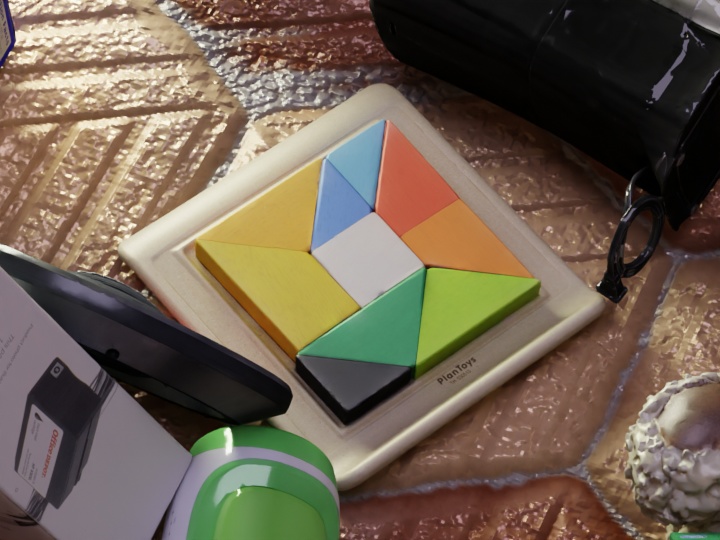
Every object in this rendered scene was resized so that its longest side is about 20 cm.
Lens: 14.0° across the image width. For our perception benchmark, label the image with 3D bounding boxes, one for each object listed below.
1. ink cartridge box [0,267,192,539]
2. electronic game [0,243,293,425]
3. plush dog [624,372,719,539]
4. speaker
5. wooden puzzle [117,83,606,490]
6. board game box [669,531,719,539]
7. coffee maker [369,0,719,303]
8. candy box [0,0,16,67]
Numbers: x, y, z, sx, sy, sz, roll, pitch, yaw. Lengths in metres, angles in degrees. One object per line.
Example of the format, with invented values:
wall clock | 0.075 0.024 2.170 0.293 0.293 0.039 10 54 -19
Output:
ink cartridge box | -0.194 0.058 1.364 0.145 0.200 0.084 13 66 36
electronic game | -0.125 0.025 1.426 0.200 0.200 0.042 22 83 14
plush dog | 0.200 0.159 1.381 0.200 0.160 0.172 15 74 -5
speaker | -0.060 0.176 1.381 0.088 0.088 0.200 6 55 3
wooden puzzle | 0.000 0.000 1.536 0.185 0.037 0.200 -34 61 -22
board game box | 0.208 0.215 1.314 0.134 0.029 0.200 -2 97 -1
coffee maker | 0.107 -0.121 1.561 0.200 0.135 0.192 29 55 21
candy box | -0.305 -0.101 1.578 0.169 0.077 0.200 18 55 12
